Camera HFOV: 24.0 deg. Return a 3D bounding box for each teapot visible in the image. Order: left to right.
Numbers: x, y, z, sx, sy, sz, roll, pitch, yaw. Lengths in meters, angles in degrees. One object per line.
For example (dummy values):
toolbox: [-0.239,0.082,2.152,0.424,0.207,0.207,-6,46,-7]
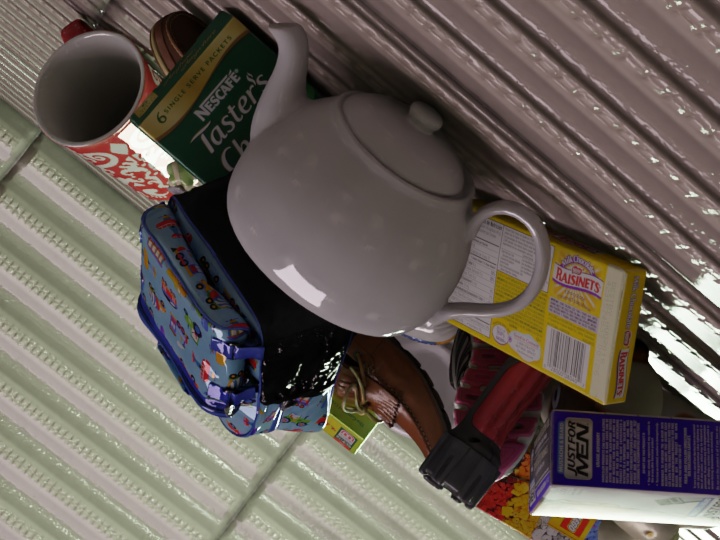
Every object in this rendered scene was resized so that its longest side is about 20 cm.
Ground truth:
teapot: [0.014,-0.057,1.219,0.200,0.146,0.198,19,-147,-37]

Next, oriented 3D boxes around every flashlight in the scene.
flashlight: [0.128,0.094,1.325,0.068,0.200,0.068,33,170,23]

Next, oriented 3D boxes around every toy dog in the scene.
toy dog: [0.228,0.145,1.421,0.194,0.140,0.200,11,154,51]

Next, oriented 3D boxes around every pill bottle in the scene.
pill bottle: [0.077,0.109,1.630,0.112,0.112,0.200,36,-177,14]

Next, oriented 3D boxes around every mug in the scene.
mug: [-0.253,-0.182,1.877,0.133,0.178,0.200,-5,159,19]

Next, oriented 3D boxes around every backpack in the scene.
backpack: [-0.093,0.045,1.340,0.183,0.134,0.200,55,152,30]

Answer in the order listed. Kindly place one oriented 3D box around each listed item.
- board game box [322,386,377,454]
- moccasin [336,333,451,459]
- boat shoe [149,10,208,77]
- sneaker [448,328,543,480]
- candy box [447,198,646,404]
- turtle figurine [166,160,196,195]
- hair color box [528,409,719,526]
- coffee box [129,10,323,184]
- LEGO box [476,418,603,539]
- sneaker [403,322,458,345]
board game box: [0.014,0.080,1.754,0.102,0.200,0.048,38,151,3]
moccasin: [0.004,0.085,1.418,0.201,0.078,0.074,52,166,8]
boat shoe: [-0.095,-0.151,1.457,0.200,0.072,0.068,47,138,-7]
sneaker: [0.112,0.098,1.429,0.074,0.200,0.088,5,144,-1]
candy box: [0.134,0.019,1.272,0.026,0.102,0.200,-2,-162,-34]
turtle figurine: [-0.123,-0.069,1.630,0.144,0.200,0.194,7,-157,-11]
hair color box: [0.233,0.153,1.282,0.200,0.065,0.109,5,160,-1]
coffee box: [-0.077,-0.103,1.394,0.200,0.123,0.044,42,179,-23]
LEGO box: [0.191,0.184,1.635,0.149,0.077,0.200,30,-157,6]
sneaker: [0.000,0.000,1.498,0.200,0.075,0.088,12,151,14]
